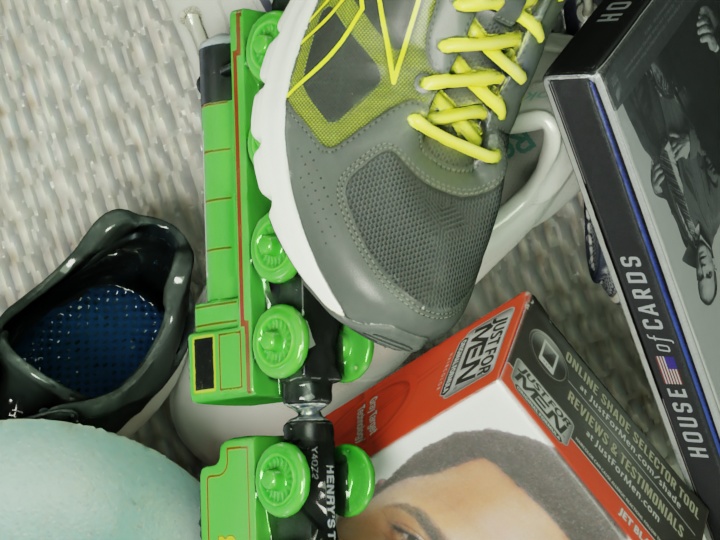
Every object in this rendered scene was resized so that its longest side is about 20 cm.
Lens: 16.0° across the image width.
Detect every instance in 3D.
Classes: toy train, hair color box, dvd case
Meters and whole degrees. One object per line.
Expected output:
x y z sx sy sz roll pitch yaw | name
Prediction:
-0.026 0.014 0.786 0.042 0.056 0.201 7 78 -46 | toy train
0.004 0.103 0.852 0.200 0.061 0.102 -34 104 27 | hair color box
0.130 -0.019 0.859 0.150 0.025 0.201 -51 130 -42 | dvd case

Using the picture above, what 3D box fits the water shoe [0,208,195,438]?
-0.123 0.056 0.815 0.071 0.079 0.200 30 55 8 | water shoe

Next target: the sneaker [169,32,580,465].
0.000 0.000 0.843 0.075 0.088 0.200 45 111 -1 | sneaker

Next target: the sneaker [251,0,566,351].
0.023 -0.077 0.749 0.074 0.084 0.201 17 69 -36 | sneaker

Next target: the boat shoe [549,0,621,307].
0.064 -0.085 0.883 0.092 0.075 0.201 -1 93 -5 | boat shoe

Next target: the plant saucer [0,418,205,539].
-0.105 0.146 0.775 0.200 0.039 0.202 -8 106 -27 | plant saucer

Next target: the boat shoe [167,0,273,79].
-0.066 -0.129 0.837 0.066 0.072 0.200 -27 110 7 | boat shoe
